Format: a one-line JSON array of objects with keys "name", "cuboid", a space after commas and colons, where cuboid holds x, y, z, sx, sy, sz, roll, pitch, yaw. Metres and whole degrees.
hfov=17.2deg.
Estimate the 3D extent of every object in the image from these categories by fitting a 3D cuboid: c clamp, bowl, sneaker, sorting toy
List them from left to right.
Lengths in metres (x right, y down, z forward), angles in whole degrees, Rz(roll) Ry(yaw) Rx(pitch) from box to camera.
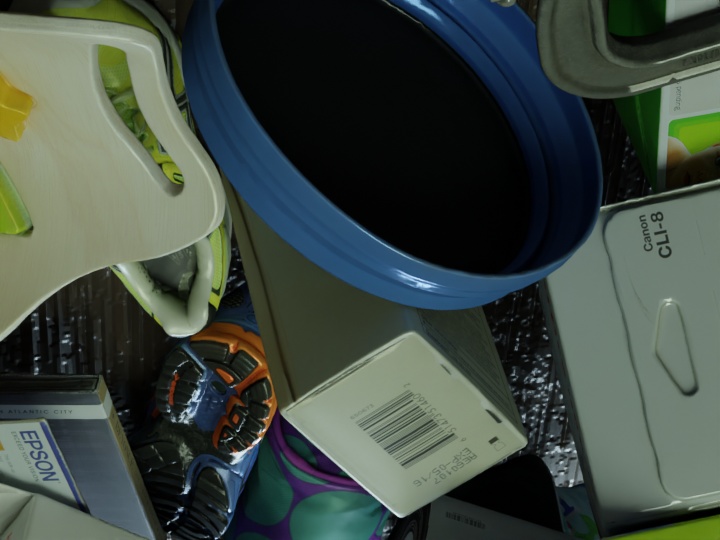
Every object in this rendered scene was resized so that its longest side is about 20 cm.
[{"name": "sorting toy", "cuboid": [-0.155, -0.057, 1.006, 0.179, 0.107, 0.200, -1, 139, 18]}, {"name": "sneaker", "cuboid": [-0.102, -0.052, 1.091, 0.075, 0.077, 0.200, -22, 134, 7]}, {"name": "sneaker", "cuboid": [-0.074, 0.074, 1.223, 0.075, 0.079, 0.200, 35, 140, -2]}, {"name": "bowl", "cuboid": [0.013, -0.070, 1.024, 0.200, 0.201, 0.039, 16, 138, -29]}, {"name": "c clamp", "cuboid": [0.144, -0.128, 0.978, 0.199, 0.027, 0.171, -14, 147, -4]}]

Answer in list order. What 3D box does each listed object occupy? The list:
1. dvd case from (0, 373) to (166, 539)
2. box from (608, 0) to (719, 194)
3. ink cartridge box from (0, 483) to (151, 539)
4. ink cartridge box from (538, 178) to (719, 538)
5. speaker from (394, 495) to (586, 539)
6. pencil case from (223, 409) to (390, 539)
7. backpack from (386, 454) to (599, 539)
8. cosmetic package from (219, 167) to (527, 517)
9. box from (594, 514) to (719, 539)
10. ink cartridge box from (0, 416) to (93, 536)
[{"name": "dvd case", "cuboid": [-0.180, 0.121, 1.241, 0.148, 0.016, 0.200, 0, 138, 14]}, {"name": "box", "cuboid": [0.208, -0.149, 1.080, 0.176, 0.097, 0.200, -8, 134, -6]}, {"name": "ink cartridge box", "cuboid": [-0.138, 0.182, 1.180, 0.200, 0.068, 0.116, 25, 136, -18]}, {"name": "ink cartridge box", "cuboid": [0.168, 0.045, 1.153, 0.144, 0.146, 0.200, -13, 171, 4]}, {"name": "speaker", "cuboid": [0.113, 0.175, 1.191, 0.199, 0.081, 0.081, 18, 127, -8]}, {"name": "pencil case", "cuboid": [-0.030, 0.153, 1.304, 0.092, 0.085, 0.200, -26, 146, -42]}, {"name": "backpack", "cuboid": [0.074, 0.212, 1.328, 0.150, 0.178, 0.200, 0, 146, -20]}, {"name": "cosmetic package", "cuboid": [0.000, 0.000, 1.085, 0.073, 0.200, 0.104, -32, 132, 14]}, {"name": "box", "cuboid": [0.121, 0.144, 1.092, 0.199, 0.048, 0.122, -8, 169, -18]}, {"name": "ink cartridge box", "cuboid": [-0.220, 0.129, 1.216, 0.199, 0.043, 0.197, -5, 136, 12]}]
